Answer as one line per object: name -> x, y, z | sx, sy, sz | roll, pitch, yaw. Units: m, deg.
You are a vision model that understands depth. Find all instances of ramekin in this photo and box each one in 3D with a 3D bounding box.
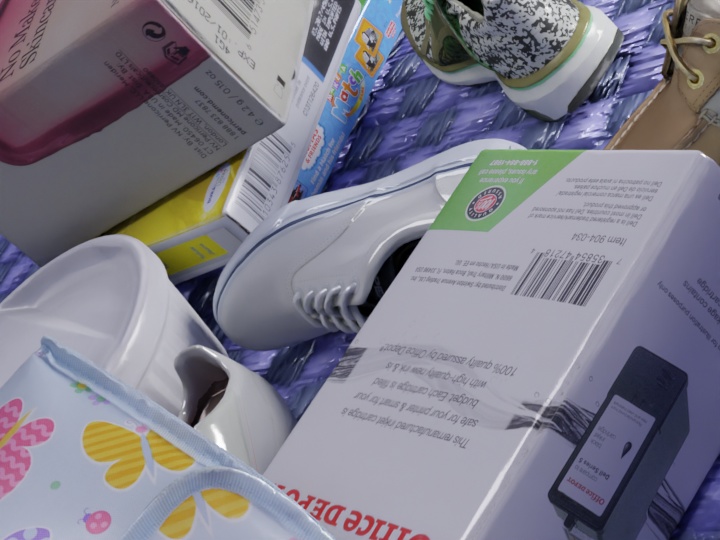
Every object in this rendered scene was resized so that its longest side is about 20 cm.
ramekin -> -0.153, 0.087, 0.933 | 0.202, 0.094, 0.203 | -35, 30, 24

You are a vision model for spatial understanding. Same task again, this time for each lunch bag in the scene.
lunch bag -> -0.084, 0.140, 0.582 | 0.200, 0.127, 0.170 | 31, 70, 37

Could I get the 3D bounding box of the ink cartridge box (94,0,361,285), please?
ink cartridge box -> -0.105, -0.071, 1.043 | 0.199, 0.047, 0.198 | -17, 42, 39

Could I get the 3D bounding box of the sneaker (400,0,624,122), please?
sneaker -> 0.063, -0.147, 0.931 | 0.077, 0.089, 0.200 | -50, 28, -4

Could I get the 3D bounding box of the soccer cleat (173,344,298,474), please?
soccer cleat -> -0.070, 0.119, 0.792 | 0.069, 0.078, 0.201 | -33, 32, 26

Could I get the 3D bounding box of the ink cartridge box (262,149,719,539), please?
ink cartridge box -> 0.061, 0.054, 0.682 | 0.200, 0.084, 0.145 | -56, 28, -16

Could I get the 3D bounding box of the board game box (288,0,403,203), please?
board game box -> -0.060, -0.089, 1.087 | 0.151, 0.037, 0.201 | -13, 44, 47

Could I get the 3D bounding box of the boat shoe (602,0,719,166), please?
boat shoe -> 0.164, -0.097, 0.749 | 0.200, 0.066, 0.074 | -44, 28, 7

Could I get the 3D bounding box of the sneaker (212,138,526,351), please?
sneaker -> 0.000, 0.000, 0.850 | 0.199, 0.073, 0.071 | -27, 31, 33

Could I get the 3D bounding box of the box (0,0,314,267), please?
box -> -0.139, -0.113, 0.986 | 0.199, 0.109, 0.128 | -27, 35, 30
